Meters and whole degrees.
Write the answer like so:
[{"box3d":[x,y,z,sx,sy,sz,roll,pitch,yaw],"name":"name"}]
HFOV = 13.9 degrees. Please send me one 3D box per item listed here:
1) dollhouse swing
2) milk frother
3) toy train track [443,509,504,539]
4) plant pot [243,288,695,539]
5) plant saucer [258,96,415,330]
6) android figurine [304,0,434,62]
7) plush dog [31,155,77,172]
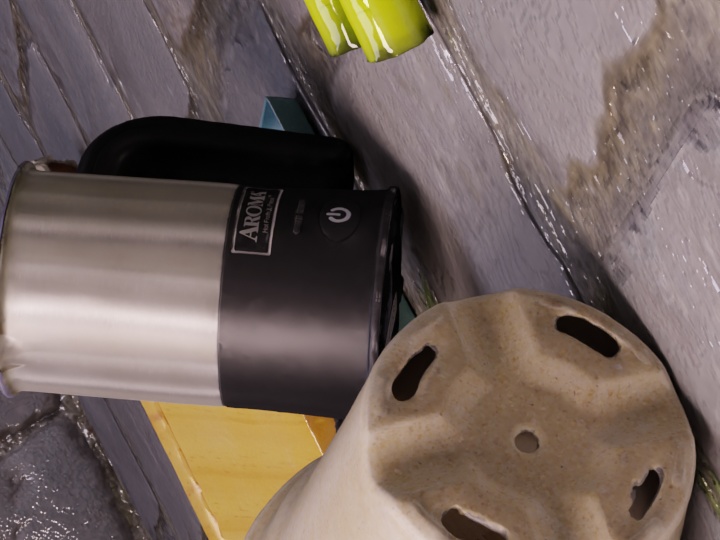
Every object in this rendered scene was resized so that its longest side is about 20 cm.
[{"box3d":[-0.034,0.053,1.686,0.175,0.182,0.201,-15,105,45],"name":"dollhouse swing"},{"box3d":[-0.074,0.038,1.474,0.181,0.187,0.201,-73,-13,-66],"name":"milk frother"},{"box3d":[0.100,0.175,1.322,0.200,0.114,0.033,40,130,21],"name":"toy train track"},{"box3d":[0.053,0.110,1.207,0.201,0.200,0.184,58,156,24],"name":"plant pot"},{"box3d":[0.000,0.000,1.568,0.201,0.019,0.070,61,168,10],"name":"plant saucer"},{"box3d":[-0.030,-0.184,1.241,0.201,0.041,0.182,66,169,-11],"name":"android figurine"},{"box3d":[-0.232,0.033,2.418,0.172,0.160,0.200,32,-157,-57],"name":"plush dog"}]
